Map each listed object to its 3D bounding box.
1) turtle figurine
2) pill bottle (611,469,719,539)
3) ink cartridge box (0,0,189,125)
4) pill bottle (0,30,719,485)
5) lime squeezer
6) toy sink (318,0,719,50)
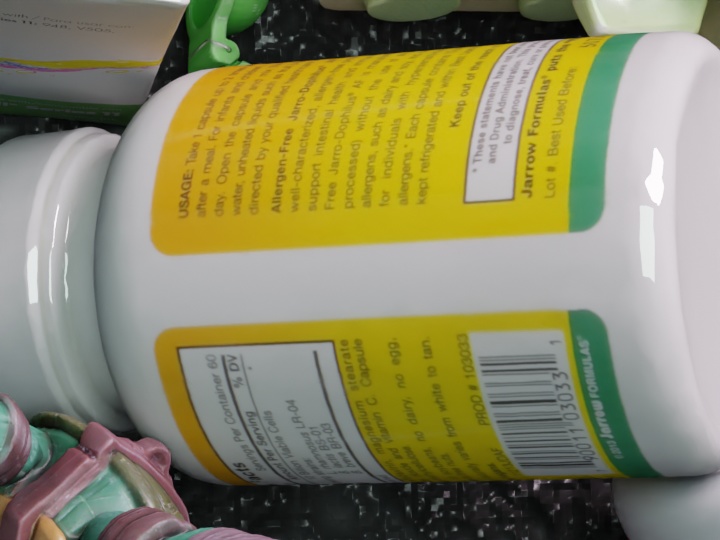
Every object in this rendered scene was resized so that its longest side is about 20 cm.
[{"bbox_3d":[-0.084,0.079,0.689,0.101,0.200,0.150,-37,124,-25],"label":"turtle figurine"},{"bbox_3d":[0.156,0.119,0.758,0.108,0.109,0.201,-29,103,-12],"label":"pill bottle"},{"bbox_3d":[-0.075,-0.113,0.714,0.067,0.200,0.118,7,82,-8],"label":"ink cartridge box"},{"bbox_3d":[0.000,0.000,0.726,0.199,0.113,0.114,-4,82,22],"label":"pill bottle"},{"bbox_3d":[-0.020,-0.075,0.802,0.070,0.038,0.201,-30,87,-12],"label":"lime squeezer"},{"bbox_3d":[0.053,-0.133,0.760,0.111,0.130,0.201,-2,79,-18],"label":"toy sink"}]
